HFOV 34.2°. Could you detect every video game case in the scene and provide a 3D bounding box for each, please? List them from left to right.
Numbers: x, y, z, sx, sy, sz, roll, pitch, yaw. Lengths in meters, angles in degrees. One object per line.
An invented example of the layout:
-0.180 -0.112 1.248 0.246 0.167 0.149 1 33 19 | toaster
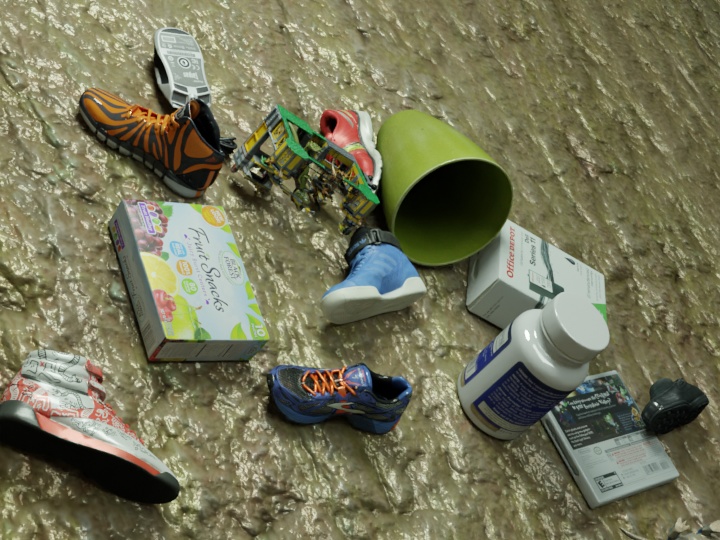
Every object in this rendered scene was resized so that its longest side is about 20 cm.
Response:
0.347 0.236 1.669 0.199 0.023 0.183 -6 59 -42 | video game case

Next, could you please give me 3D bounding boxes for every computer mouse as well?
-0.241 -0.245 1.608 0.109 0.044 0.201 1 59 -34 | computer mouse

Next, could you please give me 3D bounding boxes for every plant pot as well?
0.097 -0.142 1.708 0.186 0.188 0.201 11 34 -33 | plant pot

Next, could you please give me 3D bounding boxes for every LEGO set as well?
-0.082 -0.115 1.558 0.199 0.116 0.154 25 27 -43 | LEGO set

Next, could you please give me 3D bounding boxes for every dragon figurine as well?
0.432 0.379 1.575 0.198 0.100 0.059 0 53 -16 | dragon figurine

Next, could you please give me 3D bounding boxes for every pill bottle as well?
0.228 0.122 1.530 0.119 0.200 0.120 22 43 -22 | pill bottle

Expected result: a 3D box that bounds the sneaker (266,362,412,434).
-0.023 0.139 1.400 0.199 0.079 0.076 11 47 -33 | sneaker

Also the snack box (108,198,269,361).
-0.204 0.011 1.387 0.141 0.053 0.201 4 52 -40 | snack box

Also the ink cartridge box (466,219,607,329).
0.263 0.032 1.738 0.199 0.083 0.147 28 40 -16 | ink cartridge box

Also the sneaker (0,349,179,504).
-0.264 0.153 1.192 0.200 0.067 0.108 27 43 -14 | sneaker

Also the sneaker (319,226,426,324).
-0.001 0.001 1.547 0.199 0.077 0.112 -10 67 -50 | sneaker

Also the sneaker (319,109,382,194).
-0.022 -0.160 1.699 0.084 0.077 0.201 7 42 -21 | sneaker

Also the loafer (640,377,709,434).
0.460 0.198 1.755 0.070 0.068 0.200 44 23 25 | loafer

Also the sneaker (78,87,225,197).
-0.255 -0.190 1.485 0.199 0.112 0.078 34 39 -10 | sneaker
